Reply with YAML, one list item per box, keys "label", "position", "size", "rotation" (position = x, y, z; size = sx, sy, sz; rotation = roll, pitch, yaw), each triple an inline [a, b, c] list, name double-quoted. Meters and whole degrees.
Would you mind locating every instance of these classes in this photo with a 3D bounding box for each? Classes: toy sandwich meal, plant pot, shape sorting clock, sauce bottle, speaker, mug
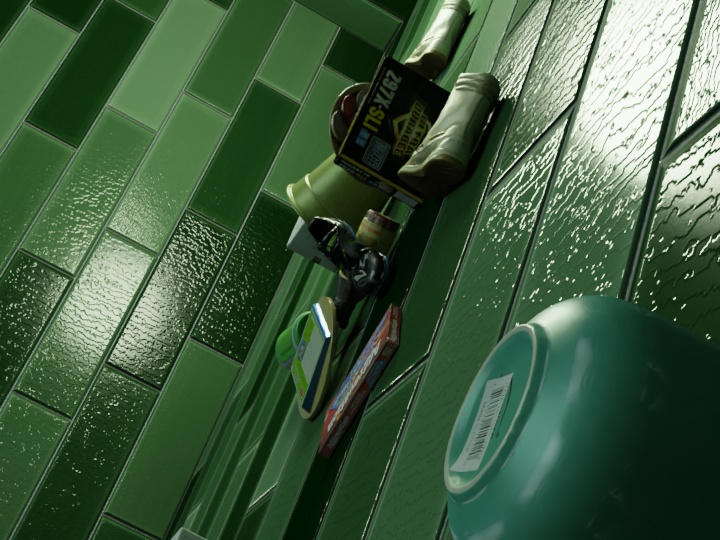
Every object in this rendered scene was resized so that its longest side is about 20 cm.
- label: "toy sandwich meal"
  position: [0.040, -0.230, 1.761]
  size: [0.070, 0.204, 0.208]
  rotation: [-17, 44, 56]
- label: "plant pot"
  position: [-0.013, -0.167, 2.030]
  size: [0.190, 0.199, 0.201]
  rotation: [-48, 12, 16]
- label: "shape sorting clock"
  position: [-0.071, 0.144, 1.704]
  size: [0.200, 0.039, 0.204]
  rotation: [-165, 89, -73]
- label: "sauce bottle"
  position: [0.000, 0.000, 1.737]
  size: [0.066, 0.065, 0.203]
  rotation: [-127, 60, -82]
- label: "speaker"
  position: [-0.103, 0.132, 1.913]
  size: [0.090, 0.087, 0.200]
  rotation: [-65, 8, -20]
- label: "mug"
  position: [0.107, 0.097, 0.478]
  size: [0.153, 0.113, 0.186]
  rotation: [-60, 8, 23]

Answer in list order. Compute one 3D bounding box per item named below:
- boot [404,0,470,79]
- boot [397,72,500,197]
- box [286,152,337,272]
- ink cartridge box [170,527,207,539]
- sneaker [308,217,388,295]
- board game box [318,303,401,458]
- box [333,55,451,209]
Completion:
- label: "boot"
  position: [0.171, -0.511, 2.274]
  size: [0.157, 0.071, 0.200]
  rotation: [-65, 13, -8]
- label: "boot"
  position: [0.128, -0.196, 1.490]
  size: [0.157, 0.072, 0.200]
  rotation: [-65, 9, -12]
- label: "box"
  position: [-0.048, -0.138, 2.274]
  size: [0.202, 0.129, 0.199]
  rotation: [-68, 9, -28]
- label: "ink cartridge box"
  position: [-0.212, 0.457, 1.314]
  size: [0.083, 0.144, 0.201]
  rotation: [-53, 13, 40]
- label: "sneaker"
  position: [-0.023, -0.025, 1.651]
  size: [0.200, 0.082, 0.071]
  rotation: [45, 110, 45]
- label: "board game box"
  position: [-0.001, 0.150, 1.400]
  size: [0.202, 0.019, 0.103]
  rotation: [-60, 9, 24]
- label: "box"
  position: [0.065, -0.227, 1.696]
  size: [0.202, 0.158, 0.049]
  rotation: [-65, 8, -19]
